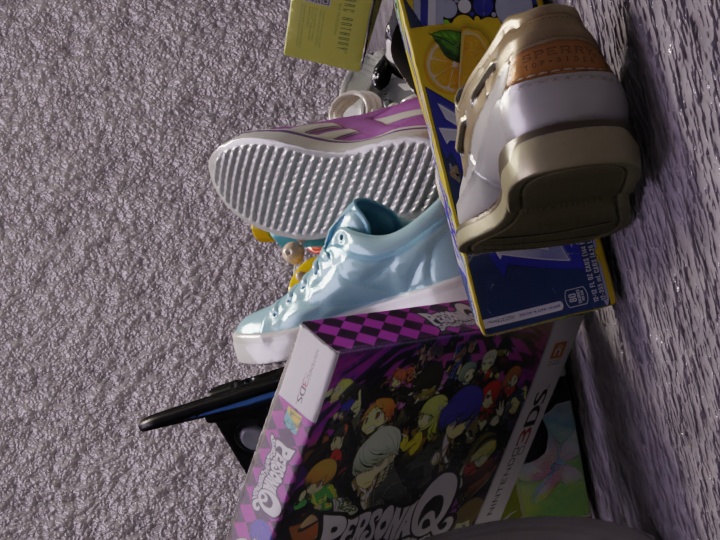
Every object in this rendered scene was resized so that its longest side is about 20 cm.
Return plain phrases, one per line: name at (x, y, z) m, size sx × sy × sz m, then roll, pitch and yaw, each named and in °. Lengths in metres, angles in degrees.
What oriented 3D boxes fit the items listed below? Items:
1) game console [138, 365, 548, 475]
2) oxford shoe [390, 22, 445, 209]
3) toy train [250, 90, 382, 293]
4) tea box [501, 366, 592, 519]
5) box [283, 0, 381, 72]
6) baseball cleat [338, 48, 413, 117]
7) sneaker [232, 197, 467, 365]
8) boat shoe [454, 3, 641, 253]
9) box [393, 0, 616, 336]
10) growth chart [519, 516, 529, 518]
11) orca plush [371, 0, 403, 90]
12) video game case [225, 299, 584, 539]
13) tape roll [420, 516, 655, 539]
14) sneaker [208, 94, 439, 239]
game console at (-0.005, 0.102, 1.068) m, size 0.116 × 0.200 × 0.176 m, roll -78°, pitch -35°, yaw -57°
oxford shoe at (0.080, -0.073, 0.979) m, size 0.071 × 0.071 × 0.200 m, roll 34°, pitch -150°, yaw -43°
toy train at (0.015, -0.021, 1.149) m, size 0.200 × 0.150 × 0.056 m, roll 54°, pitch -178°, yaw 35°
tea box at (0.072, 0.077, 1.245) m, size 0.200 × 0.133 × 0.197 m, roll -105°, pitch 0°, yaw -59°
box at (0.001, -0.213, 1.052) m, size 0.075 × 0.050 × 0.200 m, roll 102°, pitch -177°, yaw -47°
baseball cleat at (0.043, -0.094, 1.203) m, size 0.200 × 0.106 × 0.070 m, roll -108°, pitch 8°, yaw -55°
sneaker at (0.000, 0.000, 1.041) m, size 0.074 × 0.200 × 0.082 m, roll -16°, pitch -92°, yaw -59°
boat shoe at (0.076, -0.052, 0.723) m, size 0.200 × 0.075 × 0.069 m, roll 113°, pitch 149°, yaw -78°
box at (0.067, -0.072, 0.851) m, size 0.064 × 0.070 × 0.200 m, roll -19°, pitch -85°, yaw -88°
growth chart at (0.085, 0.224, 1.060) m, size 0.200 × 0.145 × 0.018 m, roll 27°, pitch 173°, yaw 37°
orca plush at (0.064, -0.159, 1.107) m, size 0.105 × 0.071 × 0.200 m, roll -56°, pitch -8°, yaw -21°
video game case at (0.022, 0.102, 0.962) m, size 0.036 × 0.200 × 0.182 m, roll 38°, pitch 119°, yaw 37°
tape roll at (0.078, 0.233, 0.902) m, size 0.203 × 0.202 × 0.139 m, roll -104°, pitch -1°, yaw -74°
sneaker at (0.006, -0.075, 1.114) m, size 0.114 × 0.200 × 0.073 m, roll -46°, pitch -52°, yaw -47°
